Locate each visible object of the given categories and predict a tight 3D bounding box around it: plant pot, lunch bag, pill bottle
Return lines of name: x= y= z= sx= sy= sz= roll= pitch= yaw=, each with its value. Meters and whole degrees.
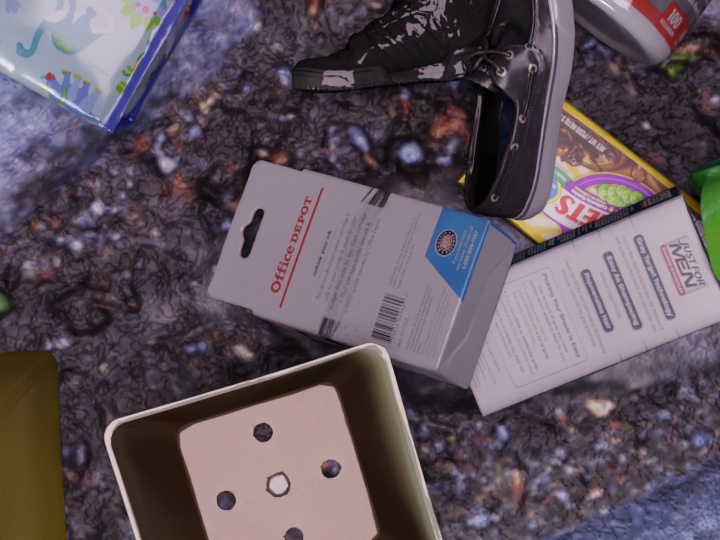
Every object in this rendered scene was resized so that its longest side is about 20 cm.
plant pot: x=-0.056 y=0.168 z=1.344 sx=0.199 sy=0.177 sz=0.201 roll=-17 pitch=92 yaw=-3
plant pot: x=-0.319 y=0.167 z=1.326 sx=0.199 sy=0.176 sz=0.201 roll=-3 pitch=91 yaw=-4
lunch bag: x=-0.196 y=-0.226 z=1.351 sx=0.170 sy=0.127 sz=0.200 roll=29 pitch=99 yaw=-4
pill bottle: x=0.236 y=-0.263 z=1.386 sx=0.116 sy=0.116 sz=0.200 roll=37 pitch=89 yaw=-4

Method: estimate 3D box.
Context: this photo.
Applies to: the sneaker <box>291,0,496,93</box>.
sneaker: x=0.042 y=-0.192 z=1.404 sx=0.199 sy=0.060 sz=0.105 roll=-6 pitch=95 yaw=-10

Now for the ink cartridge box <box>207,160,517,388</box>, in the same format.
ink cartridge box: x=0.000 y=0.000 z=1.371 sx=0.200 sy=0.068 sz=0.116 roll=17 pitch=83 yaw=27

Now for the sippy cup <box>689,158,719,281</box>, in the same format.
sippy cup: x=0.330 y=-0.036 z=1.386 sx=0.177 sy=0.140 sz=0.131 roll=-22 pitch=92 yaw=-4

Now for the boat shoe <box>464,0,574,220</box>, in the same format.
boat shoe: x=0.106 y=-0.135 z=1.365 sx=0.066 sy=0.070 sz=0.201 roll=-4 pitch=108 yaw=-34

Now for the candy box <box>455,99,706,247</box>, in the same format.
candy box: x=0.181 y=-0.048 z=1.433 sx=0.200 sy=0.026 sz=0.102 roll=37 pitch=92 yaw=-4

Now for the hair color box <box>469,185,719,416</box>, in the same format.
hair color box: x=0.165 y=0.023 z=1.394 sx=0.200 sy=0.061 sz=0.100 roll=-22 pitch=95 yaw=10
